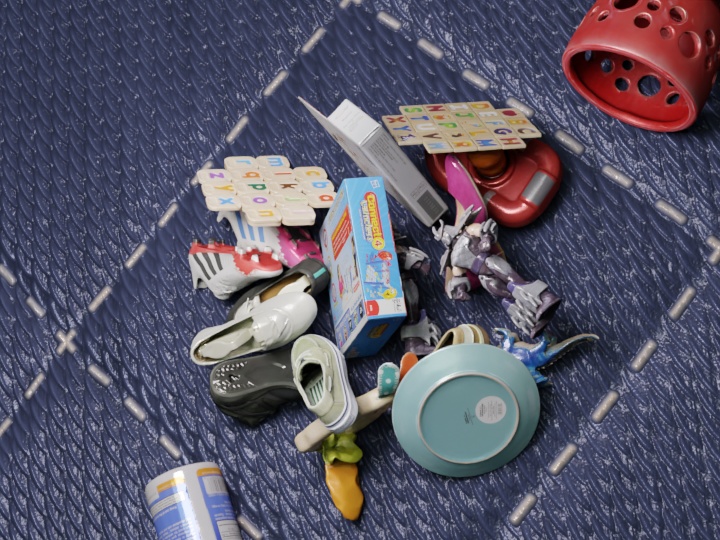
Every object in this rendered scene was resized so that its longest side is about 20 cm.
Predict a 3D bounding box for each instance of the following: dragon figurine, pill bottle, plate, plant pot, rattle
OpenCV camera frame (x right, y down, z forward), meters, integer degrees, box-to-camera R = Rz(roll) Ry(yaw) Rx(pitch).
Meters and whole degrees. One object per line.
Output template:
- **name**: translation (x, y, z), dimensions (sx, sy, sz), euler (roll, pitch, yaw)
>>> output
- **dragon figurine**: translation (0.227, 0.130, 1.641), dimensions (0.198, 0.059, 0.100), euler (-2, 76, 22)
- **pill bottle**: translation (-0.220, 0.377, 1.685), dimensions (0.111, 0.112, 0.201), euler (-24, 69, 10)
- **plate**: translation (0.141, 0.190, 1.601), dimensions (0.198, 0.026, 0.202), euler (-1, 112, -3)
- **plant pot**: translation (0.399, -0.313, 1.645), dimensions (0.199, 0.201, 0.183), euler (26, 75, 22)
- **rattle**: translation (0.020, 0.223, 1.637), dimensions (0.199, 0.130, 0.144), euler (-32, 59, 16)

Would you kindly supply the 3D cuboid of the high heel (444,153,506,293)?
- **high heel**: translation (0.130, -0.061, 1.673), dimensions (0.095, 0.201, 0.067), euler (-24, 32, 2)

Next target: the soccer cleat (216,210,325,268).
- **soccer cleat**: translation (-0.133, -0.045, 1.810), dimensions (0.200, 0.070, 0.087), euler (45, 117, 18)

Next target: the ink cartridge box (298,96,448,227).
- **ink cartridge box**: translation (0.019, -0.164, 1.692), dimensions (0.044, 0.200, 0.174), euler (-45, 44, 0)

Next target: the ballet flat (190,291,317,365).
- **ballet flat**: translation (-0.151, 0.090, 1.690), dimensions (0.199, 0.069, 0.070), euler (-21, 69, 20)

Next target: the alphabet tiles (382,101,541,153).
- **alphabet tiles**: translation (0.136, -0.196, 1.656), dimensions (0.198, 0.006, 0.167), euler (-4, 28, -11)

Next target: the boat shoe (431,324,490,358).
- **boat shoe**: translation (0.095, 0.154, 1.632), dimensions (0.072, 0.076, 0.201), euler (43, 117, 41)

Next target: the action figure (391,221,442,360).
- **action figure**: translation (0.065, 0.024, 1.691), dimensions (0.069, 0.130, 0.201), euler (-16, 82, -5)

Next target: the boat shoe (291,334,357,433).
- **boat shoe**: translation (-0.056, 0.136, 1.619), dimensions (0.072, 0.062, 0.200), euler (-42, 32, 4)

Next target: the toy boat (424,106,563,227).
- **toy boat**: translation (0.179, -0.156, 1.700), dimensions (0.199, 0.131, 0.131), euler (32, 86, 23)

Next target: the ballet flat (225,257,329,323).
- **ballet flat**: translation (-0.131, 0.048, 1.743), dimensions (0.200, 0.068, 0.068), euler (-39, 94, 22)

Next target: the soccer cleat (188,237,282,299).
- **soccer cleat**: translation (-0.182, 0.004, 1.776), dimensions (0.199, 0.068, 0.086), euler (11, 103, 45)

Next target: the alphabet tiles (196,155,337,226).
- **alphabet tiles**: translation (-0.135, -0.117, 1.773), dimensions (0.194, 0.015, 0.200), euler (-4, 32, -17)

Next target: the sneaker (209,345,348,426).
- **sneaker**: translation (-0.119, 0.165, 1.741), dimensions (0.198, 0.114, 0.077), euler (-10, 64, -15)

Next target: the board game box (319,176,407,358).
- **board game box**: translation (0.000, 0.000, 1.673), dimensions (0.055, 0.200, 0.197), euler (-5, 73, -14)

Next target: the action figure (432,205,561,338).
- **action figure**: translation (0.170, 0.000, 1.600), dimensions (0.200, 0.131, 0.069), euler (40, 52, 20)
